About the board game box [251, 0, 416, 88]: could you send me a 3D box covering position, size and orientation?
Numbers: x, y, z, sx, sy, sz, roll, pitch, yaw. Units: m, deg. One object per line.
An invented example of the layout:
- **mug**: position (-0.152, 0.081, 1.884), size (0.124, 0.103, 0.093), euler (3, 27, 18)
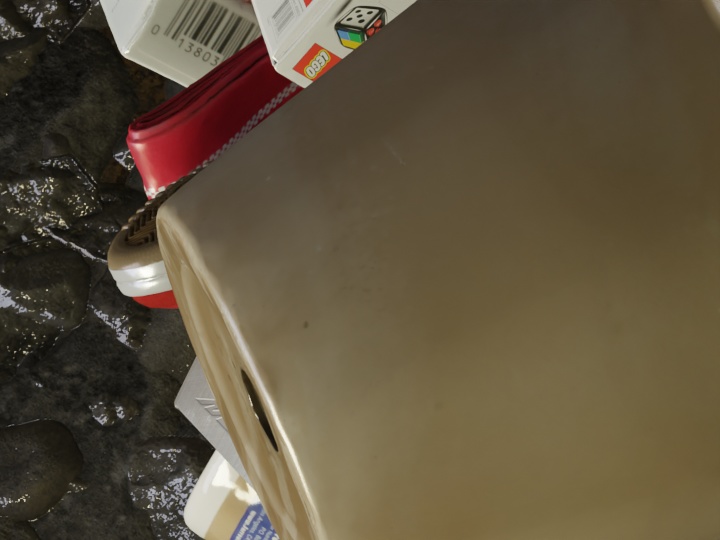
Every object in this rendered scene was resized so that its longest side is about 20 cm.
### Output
- **board game box**: position (0.003, -0.159, 0.804), size (0.035, 0.126, 0.200), euler (29, -154, -32)

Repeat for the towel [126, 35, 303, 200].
- **towel**: position (-0.005, -0.008, 0.941), size (0.022, 0.144, 0.201), euler (17, 136, 47)

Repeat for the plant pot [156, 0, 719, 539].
- **plant pot**: position (0.048, 0.003, 0.629), size (0.200, 0.173, 0.201), euler (90, 154, -65)

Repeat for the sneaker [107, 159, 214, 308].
- **sneaker**: position (0.000, 0.000, 0.870), size (0.071, 0.200, 0.113), euler (2, 114, 45)

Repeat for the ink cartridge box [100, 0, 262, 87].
- **ink cartridge box**: position (-0.041, -0.115, 1.044), size (0.050, 0.162, 0.200), euler (-54, 28, 19)

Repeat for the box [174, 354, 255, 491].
- **box**: position (0.045, 0.091, 0.865), size (0.200, 0.158, 0.049), euler (41, 106, 50)

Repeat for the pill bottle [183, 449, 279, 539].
- **pill bottle**: position (0.033, 0.116, 1.042), size (0.199, 0.111, 0.111), euler (33, 169, 3)
